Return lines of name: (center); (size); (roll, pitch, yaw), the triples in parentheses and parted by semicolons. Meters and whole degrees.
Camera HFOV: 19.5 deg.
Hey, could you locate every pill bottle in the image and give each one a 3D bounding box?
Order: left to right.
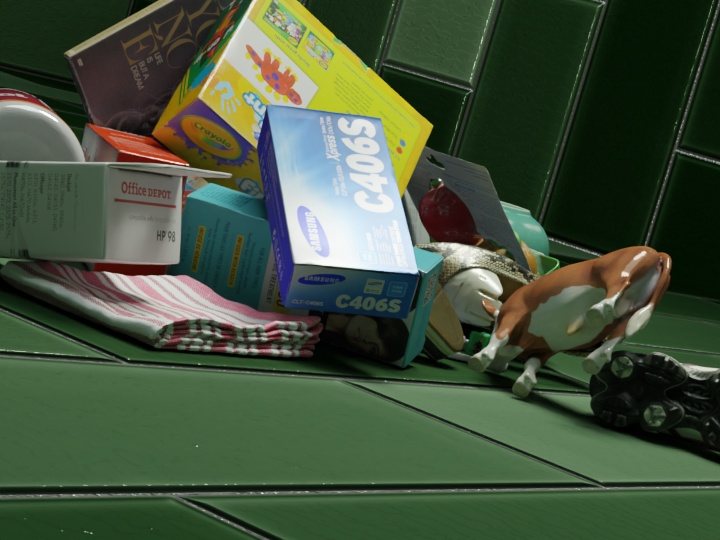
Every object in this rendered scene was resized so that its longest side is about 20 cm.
pill bottle: (-0.282, -0.086, 1.669); (0.113, 0.113, 0.200); (15, 5, -15)

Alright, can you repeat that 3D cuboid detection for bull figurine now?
bull figurine: (0.153, 0.041, 1.640); (0.065, 0.200, 0.121); (50, 39, -13)

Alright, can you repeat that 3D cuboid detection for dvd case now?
dvd case: (-0.147, -0.170, 1.813); (0.200, 0.149, 0.016); (-33, 38, -21)

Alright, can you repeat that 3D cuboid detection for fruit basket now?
fruit basket: (0.107, -0.031, 1.899); (0.094, 0.200, 0.185); (-30, 25, -20)

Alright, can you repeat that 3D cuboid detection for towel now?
towel: (-0.134, 0.023, 1.451); (0.146, 0.030, 0.200); (19, 6, 32)

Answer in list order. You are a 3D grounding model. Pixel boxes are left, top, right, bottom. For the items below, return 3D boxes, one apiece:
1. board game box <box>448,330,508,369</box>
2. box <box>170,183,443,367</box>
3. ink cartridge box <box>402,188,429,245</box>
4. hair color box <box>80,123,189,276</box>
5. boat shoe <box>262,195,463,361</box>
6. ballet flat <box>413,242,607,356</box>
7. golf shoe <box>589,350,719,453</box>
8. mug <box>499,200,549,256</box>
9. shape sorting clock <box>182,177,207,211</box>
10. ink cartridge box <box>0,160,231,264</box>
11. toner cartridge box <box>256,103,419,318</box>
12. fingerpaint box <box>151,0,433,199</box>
board game box: (0.004, 0.031, 1.801); (0.200, 0.026, 0.200); (14, 6, -23)
box: (-0.043, 0.003, 1.615); (0.200, 0.083, 0.049); (17, 19, 14)
ink cartridge box: (-0.041, -0.045, 1.961); (0.145, 0.083, 0.200); (0, -4, 32)
hair color box: (-0.191, -0.055, 1.688); (0.061, 0.102, 0.200); (11, 8, -17)
boat shoe: (-0.001, 0.000, 1.674); (0.201, 0.066, 0.072); (47, 23, -12)
ballet flat: (0.126, 0.029, 1.769); (0.200, 0.068, 0.075); (19, 20, -24)
golf shoe: (0.276, 0.105, 1.622); (0.199, 0.077, 0.088); (17, 0, 9)
mug: (0.107, -0.022, 2.172); (0.185, 0.115, 0.152); (12, 7, -40)
shape sorting clock: (-0.111, -0.107, 1.877); (0.200, 0.200, 0.039); (21, -28, 43)
ink cartridge box: (-0.200, -0.040, 1.442); (0.199, 0.067, 0.116); (2, 0, 21)
toner cartridge box: (-0.019, -0.047, 1.564); (0.095, 0.043, 0.200); (5, 38, -14)
fingerpaint box: (-0.054, -0.117, 1.753); (0.200, 0.167, 0.073); (40, -44, -19)
